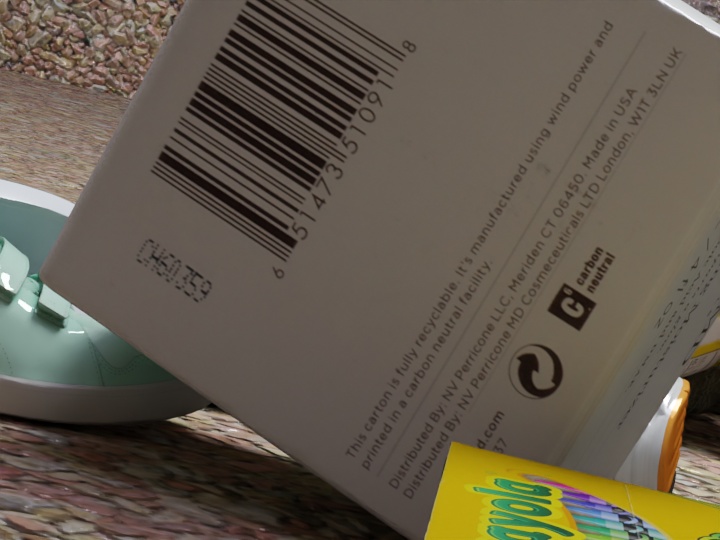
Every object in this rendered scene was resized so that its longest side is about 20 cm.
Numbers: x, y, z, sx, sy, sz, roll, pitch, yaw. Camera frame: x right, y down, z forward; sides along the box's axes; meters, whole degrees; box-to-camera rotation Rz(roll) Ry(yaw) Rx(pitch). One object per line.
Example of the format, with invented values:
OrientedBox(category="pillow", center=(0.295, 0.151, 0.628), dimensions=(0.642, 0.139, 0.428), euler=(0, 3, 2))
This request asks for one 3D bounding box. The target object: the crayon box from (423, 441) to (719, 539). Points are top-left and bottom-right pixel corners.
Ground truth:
OrientedBox(category="crayon box", center=(0.096, 0.105, 0.548), dimensions=(0.172, 0.058, 0.200), euler=(14, 6, 4))

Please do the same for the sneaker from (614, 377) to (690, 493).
OrientedBox(category="sneaker", center=(0.091, 0.056, 0.933), dimensions=(0.092, 0.076, 0.200), euler=(10, 5, 4))

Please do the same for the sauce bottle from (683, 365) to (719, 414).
OrientedBox(category="sauce bottle", center=(0.133, 0.032, 1.273), dimensions=(0.065, 0.065, 0.200), euler=(8, 7, -41))

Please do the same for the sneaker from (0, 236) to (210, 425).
OrientedBox(category="sneaker", center=(-0.139, -0.011, 0.806), dimensions=(0.200, 0.118, 0.074), euler=(13, 5, -18))

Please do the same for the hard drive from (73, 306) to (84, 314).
OrientedBox(category="hard drive", center=(-0.076, 0.034, 0.961), dimensions=(0.200, 0.026, 0.132), euler=(14, 6, 1))

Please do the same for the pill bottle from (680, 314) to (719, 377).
OrientedBox(category="pill bottle", center=(0.156, 0.002, 1.124), dimensions=(0.200, 0.114, 0.114), euler=(-16, 21, -29))

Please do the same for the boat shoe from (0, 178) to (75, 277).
OrientedBox(category="boat shoe", center=(-0.206, -0.023, 0.874), dimensions=(0.199, 0.074, 0.068), euler=(-1, 40, -10))

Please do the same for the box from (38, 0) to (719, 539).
OrientedBox(category="box", center=(0.030, -0.029, 0.756), dimensions=(0.200, 0.199, 0.131), euler=(33, 12, 15))
